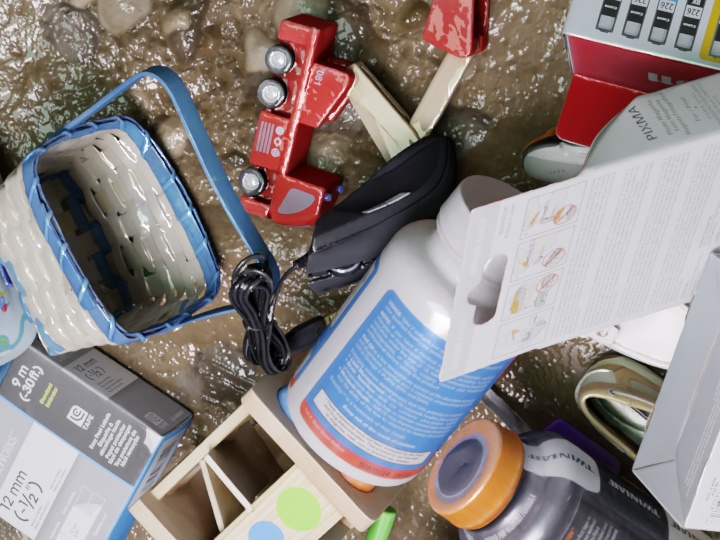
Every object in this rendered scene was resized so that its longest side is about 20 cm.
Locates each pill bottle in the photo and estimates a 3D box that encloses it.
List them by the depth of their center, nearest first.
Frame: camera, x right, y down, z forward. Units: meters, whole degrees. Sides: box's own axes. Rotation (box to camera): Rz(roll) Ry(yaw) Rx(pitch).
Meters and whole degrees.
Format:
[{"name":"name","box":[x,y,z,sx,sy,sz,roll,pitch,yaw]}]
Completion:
[{"name":"pill bottle","box":[0.045,0.038,1.050,0.112,0.112,0.200,40,120,5]},{"name":"pill bottle","box":[0.140,0.176,1.075,0.200,0.106,0.106,35,115,-24]}]

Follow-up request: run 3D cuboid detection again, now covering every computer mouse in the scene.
[{"name":"computer mouse","box":[0.000,0.000,1.103,0.046,0.200,0.141,43,154,25]}]

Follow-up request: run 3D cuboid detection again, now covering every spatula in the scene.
[{"name":"spatula","box":[0.095,0.096,1.154,0.200,0.021,0.057,41,100,7]}]

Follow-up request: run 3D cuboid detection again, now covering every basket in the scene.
[{"name":"basket","box":[-0.164,-0.036,1.135,0.200,0.139,0.177,-19,100,41]}]

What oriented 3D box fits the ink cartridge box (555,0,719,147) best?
[{"name":"ink cartridge box","box":[0.232,-0.148,0.979,0.200,0.084,0.176,15,82,14]}]

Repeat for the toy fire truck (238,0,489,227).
[{"name":"toy fire truck","box":[0.001,-0.115,1.116,0.141,0.049,0.200,18,109,13]}]

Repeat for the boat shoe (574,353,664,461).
[{"name":"boat shoe","box":[0.232,0.134,1.090,0.200,0.076,0.072,28,108,8]}]

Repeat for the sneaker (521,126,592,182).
[{"name":"sneaker","box":[0.203,-0.046,1.058,0.200,0.076,0.092,8,112,18]}]

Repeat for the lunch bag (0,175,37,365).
[{"name":"lunch bag","box":[-0.333,-0.012,1.212,0.161,0.082,0.200,-24,77,25]}]

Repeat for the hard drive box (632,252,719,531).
[{"name":"hard drive box","box":[0.293,0.087,1.004,0.200,0.077,0.156,10,109,-21]}]

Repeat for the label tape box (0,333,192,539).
[{"name":"label tape box","box":[-0.251,0.122,1.253,0.200,0.066,0.143,32,111,6]}]

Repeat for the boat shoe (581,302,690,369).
[{"name":"boat shoe","box":[0.155,0.016,1.089,0.200,0.069,0.071,28,111,10]}]

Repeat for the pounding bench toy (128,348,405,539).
[{"name":"pounding bench toy","box":[-0.029,0.177,1.161,0.200,0.124,0.156,47,112,2]}]

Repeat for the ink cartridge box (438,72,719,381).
[{"name":"ink cartridge box","box":[0.136,-0.025,0.944,0.200,0.057,0.163,-13,142,-16]}]
